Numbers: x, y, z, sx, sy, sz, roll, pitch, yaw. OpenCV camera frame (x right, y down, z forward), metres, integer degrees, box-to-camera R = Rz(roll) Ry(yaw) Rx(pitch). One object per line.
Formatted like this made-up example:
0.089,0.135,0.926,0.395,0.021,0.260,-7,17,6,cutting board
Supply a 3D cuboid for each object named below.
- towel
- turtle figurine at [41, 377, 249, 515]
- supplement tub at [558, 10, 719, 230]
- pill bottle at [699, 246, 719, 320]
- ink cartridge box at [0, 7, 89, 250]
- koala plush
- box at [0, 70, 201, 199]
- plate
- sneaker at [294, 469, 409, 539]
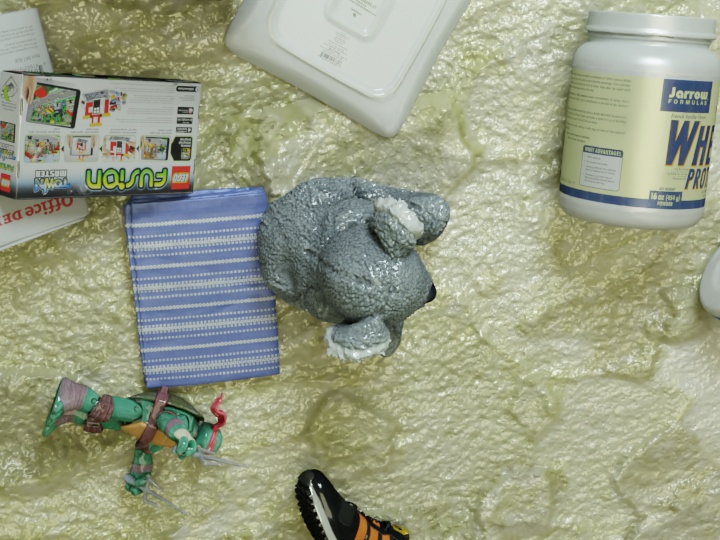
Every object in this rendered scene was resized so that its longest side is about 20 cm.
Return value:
-0.159,0.017,1.255,0.144,0.024,0.201,-5,105,-9,towel
-0.212,0.165,1.240,0.199,0.101,0.150,20,139,-10,turtle figurine
0.274,-0.149,1.215,0.144,0.145,0.201,2,102,-9,supplement tub
0.467,0.044,1.302,0.200,0.114,0.114,31,96,-13,pill bottle
-0.347,-0.123,1.126,0.144,0.084,0.201,-26,110,-46,ink cartridge box
0.000,0.000,1.172,0.183,0.200,0.178,19,99,-18,koala plush
-0.237,-0.124,1.142,0.200,0.035,0.111,-5,106,-47,box
-0.003,-0.258,1.209,0.199,0.032,0.201,27,97,-14,plate
0.004,0.282,1.317,0.090,0.070,0.201,-30,106,-16,sneaker
